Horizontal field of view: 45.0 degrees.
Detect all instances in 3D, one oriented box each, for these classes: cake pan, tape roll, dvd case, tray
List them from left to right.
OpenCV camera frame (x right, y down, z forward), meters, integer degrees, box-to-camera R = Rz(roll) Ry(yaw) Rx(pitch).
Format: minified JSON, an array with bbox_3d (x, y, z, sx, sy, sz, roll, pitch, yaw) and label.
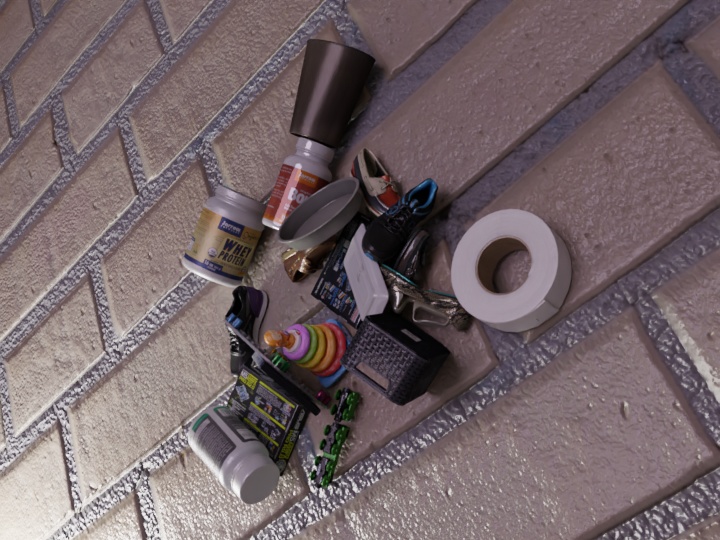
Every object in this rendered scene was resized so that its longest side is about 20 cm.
[{"bbox_3d":[-0.147,0.218,1.689,0.018,0.142,0.200,-49,9,-8],"label":"dvd case"},{"bbox_3d":[-0.076,-0.109,1.728,0.199,0.037,0.201,-31,23,14],"label":"cake pan"},{"bbox_3d":[0.004,0.015,1.640,0.201,0.022,0.108,-109,32,-43],"label":"tray"},{"bbox_3d":[0.258,0.001,1.494,0.200,0.071,0.205,-12,66,30],"label":"tape roll"}]

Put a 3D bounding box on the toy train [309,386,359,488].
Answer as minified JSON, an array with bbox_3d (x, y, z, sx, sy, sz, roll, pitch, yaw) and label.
[{"bbox_3d":[-0.048,0.324,1.685,0.041,0.056,0.203,16,87,27],"label":"toy train"}]

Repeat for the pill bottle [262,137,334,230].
[{"bbox_3d":[-0.128,-0.176,1.867,0.111,0.112,0.202,21,92,42],"label":"pill bottle"}]

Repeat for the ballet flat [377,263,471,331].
[{"bbox_3d":[0.105,0.057,1.585,0.198,0.068,0.076,24,80,15],"label":"ballet flat"}]

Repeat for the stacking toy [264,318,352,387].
[{"bbox_3d":[-0.113,0.144,1.698,0.110,0.199,0.116,-49,51,18],"label":"stacking toy"}]

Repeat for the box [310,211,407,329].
[{"bbox_3d":[0.000,0.000,1.747,0.158,0.046,0.202,33,99,42],"label":"box"}]

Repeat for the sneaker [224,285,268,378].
[{"bbox_3d":[-0.271,0.133,1.913,0.075,0.087,0.203,2,79,40],"label":"sneaker"}]

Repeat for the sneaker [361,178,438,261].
[{"bbox_3d":[0.073,-0.099,1.625,0.073,0.082,0.200,38,61,6],"label":"sneaker"}]

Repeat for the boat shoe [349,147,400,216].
[{"bbox_3d":[0.039,-0.169,1.745,0.201,0.070,0.063,57,132,42],"label":"boat shoe"}]

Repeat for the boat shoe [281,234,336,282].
[{"bbox_3d":[-0.101,-0.029,1.809,0.200,0.071,0.069,-32,66,56],"label":"boat shoe"}]

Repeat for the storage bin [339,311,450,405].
[{"bbox_3d":[0.064,0.150,1.528,0.134,0.200,0.094,34,101,15],"label":"storage bin"}]

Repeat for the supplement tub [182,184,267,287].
[{"bbox_3d":[-0.303,-0.079,1.967,0.144,0.144,0.202,26,95,42],"label":"supplement tub"}]

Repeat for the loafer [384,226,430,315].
[{"bbox_3d":[0.090,0.017,1.662,0.063,0.072,0.202,32,105,17],"label":"loafer"}]

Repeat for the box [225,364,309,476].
[{"bbox_3d":[-0.207,0.314,1.833,0.199,0.044,0.162,26,94,42],"label":"box"}]

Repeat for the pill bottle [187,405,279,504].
[{"bbox_3d":[-0.255,0.371,1.752,0.199,0.112,0.114,36,101,41],"label":"pill bottle"}]

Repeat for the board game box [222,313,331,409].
[{"bbox_3d":[-0.164,0.180,1.737,0.026,0.200,0.199,-49,48,-7],"label":"board game box"}]

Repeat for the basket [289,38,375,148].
[{"bbox_3d":[-0.071,-0.375,1.870,0.179,0.135,0.203,20,94,46],"label":"basket"}]
